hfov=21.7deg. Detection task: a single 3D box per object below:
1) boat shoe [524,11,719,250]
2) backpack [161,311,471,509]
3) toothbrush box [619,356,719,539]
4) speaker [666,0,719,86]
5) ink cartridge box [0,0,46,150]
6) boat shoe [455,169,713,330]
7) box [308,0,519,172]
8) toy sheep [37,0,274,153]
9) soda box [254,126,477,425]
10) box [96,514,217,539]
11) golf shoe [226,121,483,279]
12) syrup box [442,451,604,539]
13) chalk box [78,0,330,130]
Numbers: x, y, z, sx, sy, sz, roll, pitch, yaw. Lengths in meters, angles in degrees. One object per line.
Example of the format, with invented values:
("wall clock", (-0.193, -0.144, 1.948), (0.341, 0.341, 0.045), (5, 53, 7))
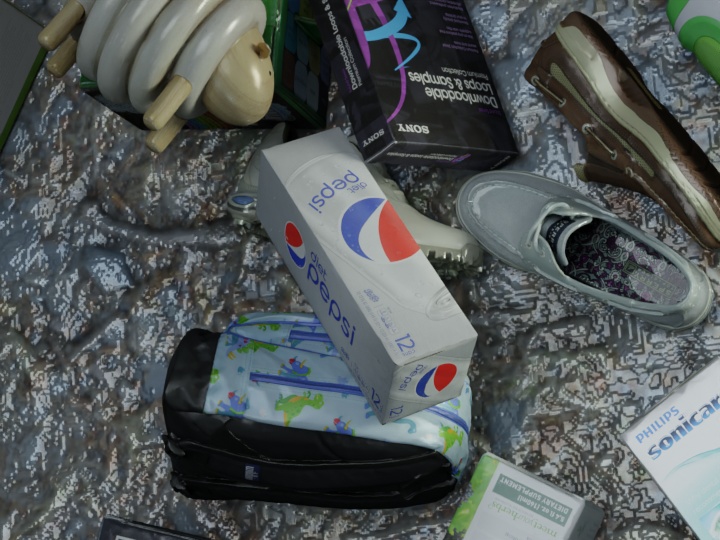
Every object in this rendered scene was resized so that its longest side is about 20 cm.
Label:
("boat shoe", (0.187, -0.085, 1.322), (0.075, 0.075, 0.203), (-42, 63, 20))
("backpack", (-0.022, 0.100, 1.299), (0.199, 0.164, 0.154), (15, 59, 12))
("toothbrush box", (0.265, 0.166, 1.199), (0.085, 0.146, 0.200), (-40, 69, 6))
("speaker", (0.296, -0.126, 1.280), (0.088, 0.088, 0.200), (-38, 70, 7))
("ink cartridge box", (-0.333, -0.156, 1.424), (0.075, 0.200, 0.149), (22, 86, 20))
("boat shoe", (0.152, -0.022, 1.311), (0.200, 0.071, 0.070), (26, 87, 20))
("box", (0.030, -0.168, 1.345), (0.036, 0.142, 0.201), (-30, 71, 38))
("toy sheep", (-0.141, -0.168, 1.274), (0.200, 0.138, 0.138), (38, 92, 4))
("soda box", (0.000, 0.000, 1.253), (0.063, 0.068, 0.200), (-18, 54, -22))
("box", (-0.094, 0.290, 1.298), (0.197, 0.123, 0.201), (11, 81, 18))
("golf shoe", (0.003, -0.054, 1.365), (0.199, 0.078, 0.098), (16, 81, 19))
("syrup box", (0.084, 0.233, 1.276), (0.078, 0.081, 0.201), (24, 86, 21))
("chalk box", (-0.090, -0.178, 1.394), (0.199, 0.125, 0.125), (0, 79, 16))
